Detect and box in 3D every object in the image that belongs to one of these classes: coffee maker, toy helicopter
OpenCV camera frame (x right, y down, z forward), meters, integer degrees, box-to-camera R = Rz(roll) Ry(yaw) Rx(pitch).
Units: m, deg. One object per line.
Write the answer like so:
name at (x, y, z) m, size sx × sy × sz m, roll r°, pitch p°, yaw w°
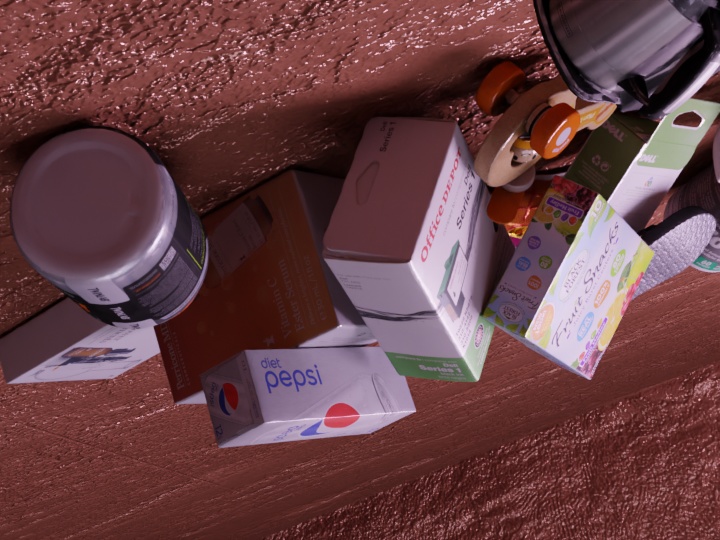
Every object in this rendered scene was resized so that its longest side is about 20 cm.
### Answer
coffee maker at (0.248, -0.213, 1.043) m, size 0.200 × 0.135 × 0.192 m, roll -31°, pitch -176°, yaw 42°
toy helicopter at (0.165, -0.119, 1.295) m, size 0.200 × 0.079 × 0.133 m, roll -25°, pitch 147°, yaw -46°

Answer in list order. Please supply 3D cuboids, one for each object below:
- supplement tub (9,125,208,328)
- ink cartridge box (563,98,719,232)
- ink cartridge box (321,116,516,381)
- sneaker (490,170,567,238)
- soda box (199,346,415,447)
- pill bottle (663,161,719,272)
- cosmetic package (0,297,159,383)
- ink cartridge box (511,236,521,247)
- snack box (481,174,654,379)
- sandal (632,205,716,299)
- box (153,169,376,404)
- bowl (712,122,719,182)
supplement tub at (-0.187, -0.025, 1.162) m, size 0.122 × 0.123 × 0.200 m, roll -18°, pitch 164°, yaw 1°
ink cartridge box at (0.261, -0.099, 1.472) m, size 0.104 × 0.059 × 0.200 m, roll 1°, pitch 126°, yaw -50°
ink cartridge box at (0.055, -0.016, 1.282) m, size 0.084 × 0.147 × 0.200 m, roll 5°, pitch 151°, yaw 26°
sneaker at (0.194, -0.060, 1.566) m, size 0.199 × 0.078 × 0.073 m, roll -13°, pitch 166°, yaw -13°
soda box at (-0.043, 0.110, 1.319) m, size 0.063 × 0.069 × 0.199 m, roll -30°, pitch 159°, yaw 37°
pill bottle at (0.439, -0.083, 1.693) m, size 0.113 × 0.114 × 0.200 m, roll -11°, pitch 163°, yaw -23°
cosmetic package at (-0.248, 0.056, 1.518) m, size 0.200 × 0.052 × 0.150 m, roll -28°, pitch 165°, yaw 33°
ink cartridge box at (0.222, -0.010, 1.635) m, size 0.199 × 0.037 × 0.095 m, roll 15°, pitch 173°, yaw 5°
snack box at (0.196, 0.012, 1.374) m, size 0.143 × 0.053 × 0.200 m, roll -63°, pitch 151°, yaw -3°
sandal at (0.267, -0.005, 1.499) m, size 0.200 × 0.043 × 0.076 m, roll -35°, pitch 142°, yaw 2°
box at (-0.087, 0.020, 1.376) m, size 0.199 × 0.153 × 0.106 m, roll -27°, pitch 163°, yaw 29°
bowl at (0.463, -0.166, 1.504) m, size 0.199 × 0.075 × 0.200 m, roll -10°, pitch 162°, yaw -26°
